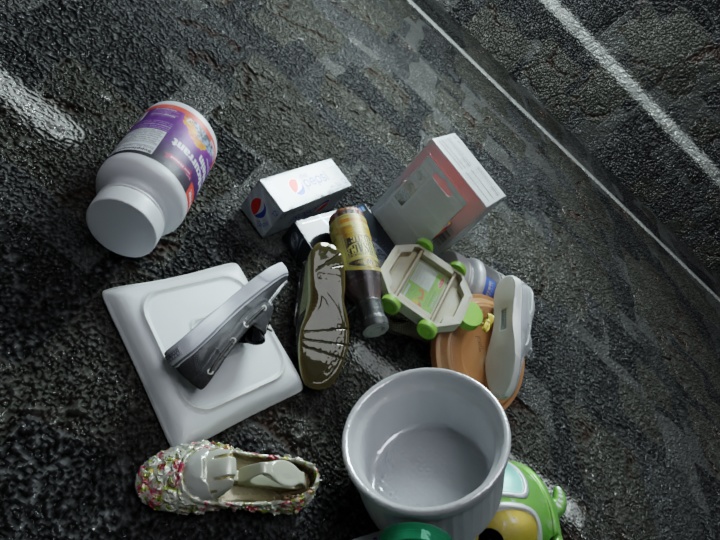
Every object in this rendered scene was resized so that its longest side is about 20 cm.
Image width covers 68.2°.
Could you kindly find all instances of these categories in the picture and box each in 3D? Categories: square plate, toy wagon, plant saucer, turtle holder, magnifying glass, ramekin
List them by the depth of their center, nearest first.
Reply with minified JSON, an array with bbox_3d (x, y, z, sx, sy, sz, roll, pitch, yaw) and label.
[{"bbox_3d":[0.079,0.331,0.592,0.023,0.077,0.203,-85,154,-50],"label":"magnifying glass"},{"bbox_3d":[0.081,0.225,0.638,0.202,0.194,0.100,-66,150,-51],"label":"ramekin"},{"bbox_3d":[-0.177,0.084,0.640,0.196,0.028,0.203,-15,69,-50],"label":"square plate"},{"bbox_3d":[0.177,0.329,0.670,0.128,0.143,0.187,15,29,-23],"label":"turtle holder"},{"bbox_3d":[0.121,0.041,0.855,0.197,0.040,0.156,34,51,3],"label":"toy wagon"},{"bbox_3d":[0.205,0.141,0.898,0.195,0.032,0.207,7,76,-28],"label":"plant saucer"}]

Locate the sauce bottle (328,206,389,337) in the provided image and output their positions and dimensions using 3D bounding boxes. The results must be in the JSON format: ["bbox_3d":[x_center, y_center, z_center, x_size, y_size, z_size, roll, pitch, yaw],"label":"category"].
[{"bbox_3d":[0.000,0.000,0.791,0.065,0.066,0.204,10,50,-38],"label":"sauce bottle"}]

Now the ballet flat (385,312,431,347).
[{"bbox_3d":[0.118,0.093,0.913,0.196,0.046,0.069,20,45,-32],"label":"ballet flat"}]

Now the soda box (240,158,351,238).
[{"bbox_3d":[-0.100,-0.123,0.871,0.064,0.068,0.199,51,37,4],"label":"soda box"}]

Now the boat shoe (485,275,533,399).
[{"bbox_3d":[0.254,0.113,0.880,0.067,0.072,0.205,20,62,-23],"label":"boat shoe"}]

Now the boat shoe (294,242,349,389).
[{"bbox_3d":[-0.058,0.065,0.745,0.070,0.066,0.207,10,68,-23],"label":"boat shoe"}]

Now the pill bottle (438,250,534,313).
[{"bbox_3d":[0.225,0.048,1.006,0.197,0.114,0.116,26,41,-25],"label":"pill bottle"}]

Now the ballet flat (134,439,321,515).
[{"bbox_3d":[-0.125,0.210,0.548,0.196,0.064,0.077,16,49,-35],"label":"ballet flat"}]

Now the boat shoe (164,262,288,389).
[{"bbox_3d":[-0.137,0.062,0.623,0.067,0.069,0.200,51,37,-6],"label":"boat shoe"}]

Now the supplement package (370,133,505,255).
[{"bbox_3d":[0.142,-0.125,1.006,0.157,0.200,0.110,51,37,8],"label":"supplement package"}]

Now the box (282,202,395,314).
[{"bbox_3d":[-0.015,-0.023,0.887,0.198,0.043,0.162,-21,73,-51],"label":"box"}]

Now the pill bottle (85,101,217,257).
[{"bbox_3d":[-0.259,-0.116,0.668,0.110,0.111,0.203,30,40,-20],"label":"pill bottle"}]

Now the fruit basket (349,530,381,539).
[{"bbox_3d":[0.022,0.363,0.532,0.197,0.094,0.188,15,38,-49],"label":"fruit basket"}]

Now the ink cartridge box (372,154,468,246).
[{"bbox_3d":[0.100,-0.099,0.940,0.110,0.200,0.050,51,37,8],"label":"ink cartridge box"}]
